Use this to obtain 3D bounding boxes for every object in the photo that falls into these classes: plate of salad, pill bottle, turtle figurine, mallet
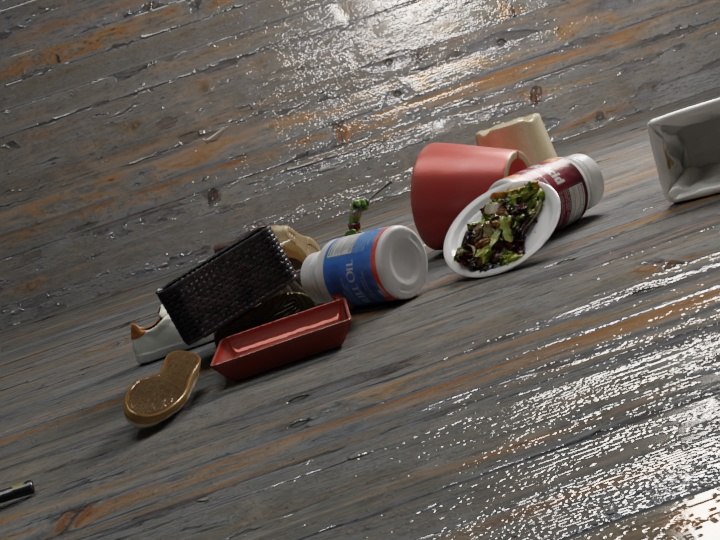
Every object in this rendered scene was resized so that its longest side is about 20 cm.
[{"bbox_3d":[0.210,-0.072,1.626,0.197,0.048,0.202,-23,37,19],"label":"plate of salad"},{"bbox_3d":[0.000,0.000,1.664,0.198,0.114,0.111,-12,9,46],"label":"pill bottle"},{"bbox_3d":[0.038,-0.073,1.988,0.197,0.146,0.194,-20,10,11],"label":"turtle figurine"},{"bbox_3d":[-0.455,0.264,1.160,0.197,0.042,0.066,-16,4,-21],"label":"mallet"},{"bbox_3d":[0.310,-0.122,1.779,0.198,0.116,0.113,-24,9,-36],"label":"pill bottle"}]

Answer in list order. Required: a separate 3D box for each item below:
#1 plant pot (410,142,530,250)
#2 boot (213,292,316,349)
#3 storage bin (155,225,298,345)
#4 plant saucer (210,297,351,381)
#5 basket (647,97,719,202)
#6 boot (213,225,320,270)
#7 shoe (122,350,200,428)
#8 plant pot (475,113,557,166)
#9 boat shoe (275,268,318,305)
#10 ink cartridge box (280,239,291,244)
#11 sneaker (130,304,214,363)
[{"bbox_3d":[0.211,-0.140,1.934,0.174,0.205,0.200,-2,15,33],"label":"plant pot"},{"bbox_3d":[-0.159,0.073,1.704,0.172,0.067,0.200,-19,6,-4],"label":"boot"},{"bbox_3d":[-0.208,0.022,1.650,0.198,0.095,0.135,-31,7,-12],"label":"storage bin"},{"bbox_3d":[-0.105,0.098,1.493,0.196,0.037,0.200,-18,8,-1],"label":"plant saucer"},{"bbox_3d":[0.562,-0.200,1.660,0.197,0.138,0.123,-14,6,24],"label":"basket"},{"bbox_3d":[-0.172,-0.022,2.081,0.164,0.074,0.200,-14,-33,23],"label":"boot"},{"bbox_3d":[-0.250,0.161,1.362,0.069,0.054,0.200,16,18,6],"label":"shoe"},{"bbox_3d":[0.310,-0.198,2.071,0.197,0.187,0.201,-17,8,2],"label":"plant pot"},{"bbox_3d":[-0.062,0.029,1.844,0.199,0.076,0.075,-24,-27,5],"label":"boat shoe"},{"bbox_3d":[-0.205,0.026,1.975,0.199,0.069,0.115,-32,-2,37],"label":"ink cartridge box"},{"bbox_3d":[-0.303,0.091,1.854,0.197,0.086,0.073,-19,5,-15],"label":"sneaker"}]
